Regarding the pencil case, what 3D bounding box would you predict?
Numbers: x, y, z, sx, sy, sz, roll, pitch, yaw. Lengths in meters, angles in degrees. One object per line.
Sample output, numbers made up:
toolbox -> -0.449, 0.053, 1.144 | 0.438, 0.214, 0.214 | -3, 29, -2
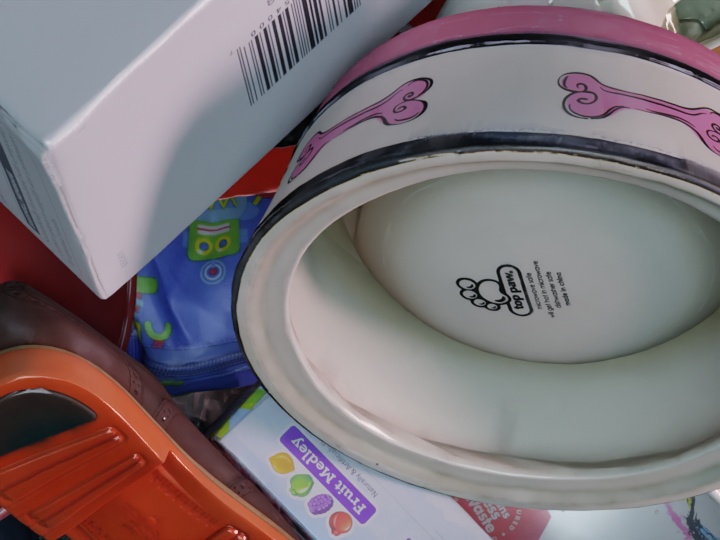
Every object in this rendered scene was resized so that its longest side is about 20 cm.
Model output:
pencil case -> 0.000, 0.000, 1.119 | 0.199, 0.087, 0.078 | -8, 126, -1

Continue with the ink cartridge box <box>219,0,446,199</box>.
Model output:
ink cartridge box -> -0.020, -0.133, 1.084 | 0.161, 0.050, 0.201 | -8, 82, -1

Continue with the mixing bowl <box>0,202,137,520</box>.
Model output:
mixing bowl -> -0.187, -0.007, 1.048 | 0.199, 0.108, 0.201 | -4, 70, 12

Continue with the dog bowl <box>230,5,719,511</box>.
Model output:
dog bowl -> 0.061, -0.005, 0.979 | 0.199, 0.074, 0.201 | 5, 144, 4

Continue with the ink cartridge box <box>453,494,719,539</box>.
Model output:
ink cartridge box -> 0.129, 0.068, 1.148 | 0.199, 0.068, 0.117 | -32, 101, 3

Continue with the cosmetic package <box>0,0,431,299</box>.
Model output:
cosmetic package -> -0.085, -0.139, 0.971 | 0.199, 0.123, 0.200 | -43, 71, -13

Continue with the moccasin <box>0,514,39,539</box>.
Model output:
moccasin -> -0.168, 0.073, 1.129 | 0.080, 0.068, 0.201 | -19, 84, 13

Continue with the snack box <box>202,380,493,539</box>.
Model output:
snack box -> 0.015, 0.128, 1.098 | 0.200, 0.142, 0.053 | 46, 70, -1

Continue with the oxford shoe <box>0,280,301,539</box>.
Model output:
oxford shoe -> -0.062, 0.079, 1.023 | 0.071, 0.073, 0.200 | -28, 125, 13

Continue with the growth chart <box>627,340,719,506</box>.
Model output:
growth chart -> 0.187, 0.027, 1.110 | 0.145, 0.018, 0.200 | 50, 60, -15

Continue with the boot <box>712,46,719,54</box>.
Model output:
boot -> 0.092, -0.128, 1.033 | 0.199, 0.077, 0.156 | 20, 104, -12

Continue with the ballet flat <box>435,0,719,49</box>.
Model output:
ballet flat -> 0.107, -0.097, 0.971 | 0.199, 0.069, 0.070 | -23, 102, 16
